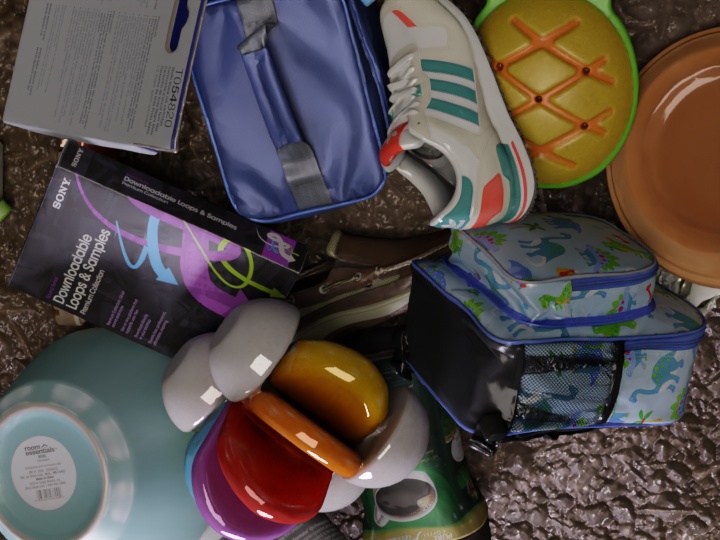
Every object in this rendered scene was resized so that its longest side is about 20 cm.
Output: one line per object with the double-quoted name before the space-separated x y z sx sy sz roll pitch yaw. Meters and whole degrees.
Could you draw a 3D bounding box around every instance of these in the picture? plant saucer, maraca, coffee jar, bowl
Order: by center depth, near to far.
"plant saucer" 0.276 -0.087 1.664 0.200 0.037 0.201 -3 81 21
"maraca" 0.139 -0.159 1.668 0.137 0.107 0.201 2 106 8
"bowl" -0.218 0.151 1.740 0.200 0.105 0.201 3 98 23
"coffee jar" 0.038 0.149 1.787 0.104 0.085 0.201 -11 105 15

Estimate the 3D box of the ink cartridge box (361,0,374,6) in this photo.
"ink cartridge box" -0.029 -0.300 1.641 0.068 0.116 0.200 -38 100 16

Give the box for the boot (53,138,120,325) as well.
"boot" -0.189 -0.052 1.768 0.107 0.075 0.201 1 114 2

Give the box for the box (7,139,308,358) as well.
"box" -0.157 -0.002 1.705 0.200 0.036 0.143 25 132 -5

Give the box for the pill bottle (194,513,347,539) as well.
"pill bottle" -0.068 0.233 1.795 0.111 0.111 0.200 -45 76 17

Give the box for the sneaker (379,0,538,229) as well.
"sneaker" 0.049 -0.118 1.625 0.070 0.093 0.200 -44 66 52

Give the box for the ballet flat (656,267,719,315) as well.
"ballet flat" 0.293 -0.036 1.708 0.072 0.072 0.200 33 108 -3

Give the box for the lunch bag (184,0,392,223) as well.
"lunch bag" -0.049 -0.143 1.684 0.135 0.132 0.201 -14 105 11

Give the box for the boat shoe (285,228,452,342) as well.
"boat shoe" -0.001 0.002 1.752 0.202 0.075 0.075 -27 104 15

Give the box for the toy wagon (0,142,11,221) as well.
"toy wagon" -0.383 -0.061 1.803 0.200 0.040 0.155 -40 98 17

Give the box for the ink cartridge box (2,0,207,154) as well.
"ink cartridge box" -0.170 -0.189 1.651 0.200 0.041 0.200 13 90 43

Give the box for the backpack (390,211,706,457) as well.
"backpack" 0.150 0.040 1.657 0.199 0.183 0.147 3 110 -26

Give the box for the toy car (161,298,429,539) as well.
"toy car" -0.062 0.129 1.651 0.175 0.150 0.200 35 149 -15
